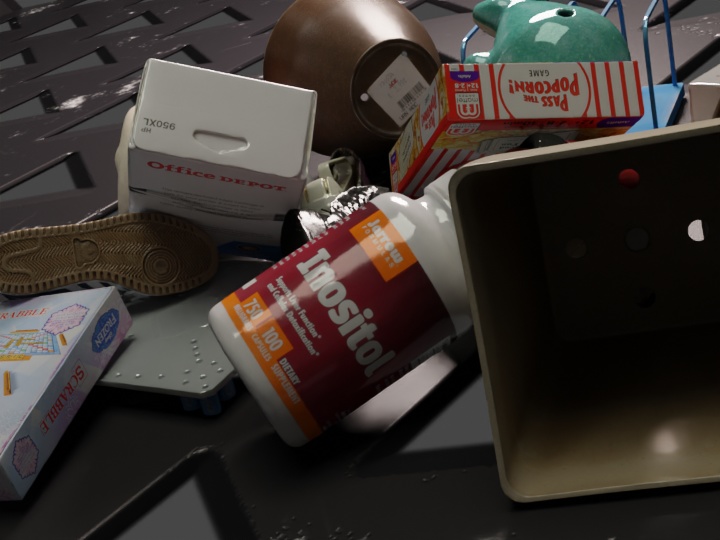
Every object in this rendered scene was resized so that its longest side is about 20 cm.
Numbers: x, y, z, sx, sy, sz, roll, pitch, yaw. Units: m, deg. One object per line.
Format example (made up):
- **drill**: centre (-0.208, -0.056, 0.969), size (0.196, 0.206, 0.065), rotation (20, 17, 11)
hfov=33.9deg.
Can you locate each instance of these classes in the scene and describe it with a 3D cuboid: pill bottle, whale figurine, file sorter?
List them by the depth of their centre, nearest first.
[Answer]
- **pill bottle**: centre (0.005, 0.020, 0.805), size (0.199, 0.113, 0.113), rotation (-35, 27, -5)
- **whale figurine**: centre (0.167, -0.207, 1.069), size (0.157, 0.104, 0.201), rotation (-11, 45, -9)
- **file sorter**: centre (0.216, -0.204, 1.211), size (0.198, 0.124, 0.139), rotation (-2, 26, 26)

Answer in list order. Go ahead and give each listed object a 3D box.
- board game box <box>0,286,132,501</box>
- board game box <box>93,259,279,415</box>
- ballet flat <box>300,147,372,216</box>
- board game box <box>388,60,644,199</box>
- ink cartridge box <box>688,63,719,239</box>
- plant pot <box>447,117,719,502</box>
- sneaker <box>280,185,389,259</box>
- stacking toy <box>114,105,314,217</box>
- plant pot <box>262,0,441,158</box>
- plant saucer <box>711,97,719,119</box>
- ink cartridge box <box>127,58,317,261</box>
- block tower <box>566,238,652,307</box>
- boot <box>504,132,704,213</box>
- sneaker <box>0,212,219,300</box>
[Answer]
- **board game box**: centre (-0.303, 0.097, 0.913), size (0.198, 0.041, 0.200), rotation (-7, 34, 23)
- **board game box**: centre (-0.141, 0.049, 0.984), size (0.198, 0.026, 0.200), rotation (2, 30, 33)
- **ballet flat**: centre (-0.025, -0.063, 1.103), size (0.068, 0.072, 0.200), rotation (-16, 24, 12)
- **board game box**: centre (0.115, -0.107, 0.938), size (0.150, 0.047, 0.200), rotation (-3, -13, -10)
- **ink cartridge box**: centre (0.364, -0.102, 0.879), size (0.199, 0.146, 0.147), rotation (-30, 29, -31)
- **plant pot**: centre (0.174, 0.001, 0.727), size (0.198, 0.202, 0.177), rotation (-8, 15, 12)
- **sneaker**: centre (-0.001, 0.002, 0.949), size (0.103, 0.060, 0.201), rotation (5, 40, -26)
- **stacking toy**: centre (-0.144, -0.091, 1.201), size (0.198, 0.148, 0.146), rotation (2, 24, -5)
- **plant pot**: centre (0.010, -0.193, 1.194), size (0.185, 0.189, 0.200), rotation (-19, 18, -10)
- **plant saucer**: centre (0.315, -0.060, 0.756), size (0.034, 0.202, 0.199), rotation (-23, 25, -34)
- **ink cartridge box**: centre (-0.122, -0.088, 1.015), size (0.143, 0.085, 0.200), rotation (9, -20, -8)
- **block tower**: centre (0.128, -0.001, 0.907), size (0.198, 0.055, 0.058), rotation (3, 29, 35)
- **boot**: centre (0.175, -0.068, 0.903), size (0.143, 0.073, 0.200), rotation (5, -3, 8)
- **sneaker**: centre (-0.229, -0.006, 1.037), size (0.198, 0.071, 0.108), rotation (-3, -6, -18)
